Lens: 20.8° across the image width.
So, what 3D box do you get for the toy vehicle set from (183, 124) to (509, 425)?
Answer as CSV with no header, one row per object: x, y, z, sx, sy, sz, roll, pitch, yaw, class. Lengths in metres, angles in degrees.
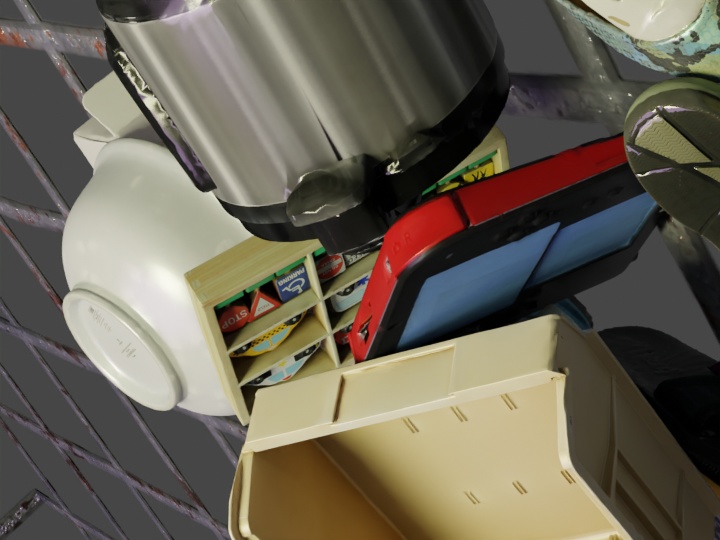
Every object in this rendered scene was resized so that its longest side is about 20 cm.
0.000,0.000,1.140,0.027,0.199,0.125,53,167,35,toy vehicle set

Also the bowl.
-0.121,0.023,1.224,0.200,0.090,0.202,33,151,21,bowl

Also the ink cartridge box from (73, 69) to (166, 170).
-0.083,-0.064,1.296,0.125,0.128,0.201,13,140,57,ink cartridge box

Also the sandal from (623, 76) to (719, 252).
0.192,-0.028,0.890,0.079,0.058,0.201,-19,132,31,sandal

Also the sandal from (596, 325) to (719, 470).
0.195,0.066,1.051,0.200,0.075,0.048,30,126,45,sandal

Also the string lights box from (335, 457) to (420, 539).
0.068,0.135,1.176,0.200,0.102,0.059,56,-168,-38,string lights box

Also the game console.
0.084,-0.009,0.991,0.200,0.176,0.031,111,139,-68,game console

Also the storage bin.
0.065,0.131,1.032,0.199,0.094,0.199,-16,133,29,storage bin

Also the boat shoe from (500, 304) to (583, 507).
0.116,0.099,1.112,0.073,0.062,0.201,43,165,39,boat shoe

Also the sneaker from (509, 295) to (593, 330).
0.098,0.086,1.243,0.079,0.095,0.201,34,155,36,sneaker

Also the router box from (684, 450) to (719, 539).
0.215,0.152,1.182,0.157,0.052,0.201,37,157,31,router box

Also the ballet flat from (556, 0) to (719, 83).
0.100,-0.139,0.851,0.199,0.074,0.075,33,155,35,ballet flat

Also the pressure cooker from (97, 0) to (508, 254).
-0.021,-0.111,0.994,0.178,0.176,0.201,15,142,53,pressure cooker
